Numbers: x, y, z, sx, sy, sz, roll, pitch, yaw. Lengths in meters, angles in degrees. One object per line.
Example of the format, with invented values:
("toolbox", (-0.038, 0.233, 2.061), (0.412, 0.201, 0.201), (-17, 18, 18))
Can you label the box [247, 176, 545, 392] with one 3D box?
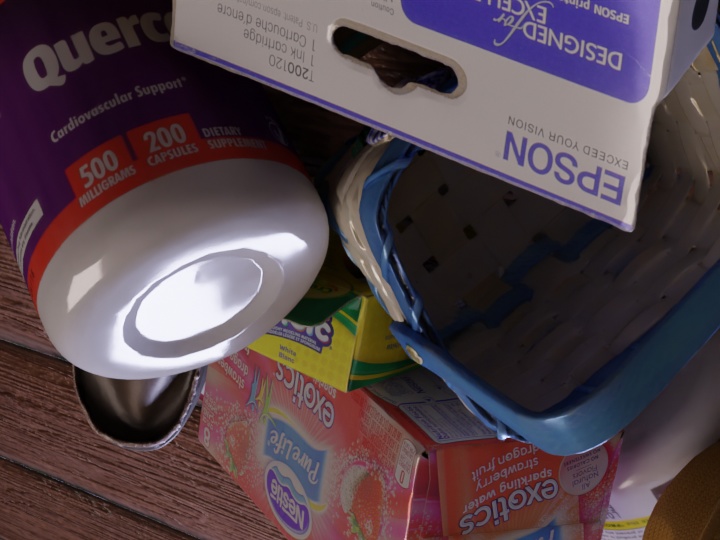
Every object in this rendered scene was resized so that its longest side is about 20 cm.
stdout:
("box", (0.000, 0.000, 0.890), (0.117, 0.199, 0.049), (23, 111, 34))

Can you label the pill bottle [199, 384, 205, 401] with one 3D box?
("pill bottle", (-0.081, -0.005, 1.053), (0.200, 0.115, 0.114), (39, 159, -11))

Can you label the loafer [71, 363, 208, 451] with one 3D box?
("loafer", (-0.102, -0.001, 0.956), (0.072, 0.071, 0.202), (8, 112, 1))

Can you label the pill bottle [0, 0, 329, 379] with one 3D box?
("pill bottle", (-0.097, -0.066, 0.786), (0.113, 0.112, 0.201), (81, 163, -61))

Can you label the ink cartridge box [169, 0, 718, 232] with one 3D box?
("ink cartridge box", (0.025, -0.137, 0.644), (0.197, 0.043, 0.201), (25, 126, 29))

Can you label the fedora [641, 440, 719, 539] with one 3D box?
("fedora", (0.171, 0.128, 0.843), (0.082, 0.201, 0.201), (11, 146, 49))

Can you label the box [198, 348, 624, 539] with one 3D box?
("box", (0.015, 0.073, 0.906), (0.200, 0.102, 0.095), (38, 124, 54))

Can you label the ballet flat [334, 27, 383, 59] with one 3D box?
("ballet flat", (-0.063, -0.121, 0.901), (0.199, 0.063, 0.069), (13, 147, 48))

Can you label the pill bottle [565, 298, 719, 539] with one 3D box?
("pill bottle", (0.164, 0.115, 0.954), (0.109, 0.109, 0.200), (11, 146, 49))

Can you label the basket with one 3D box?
("basket", (0.080, -0.020, 0.724), (0.200, 0.176, 0.140), (24, 151, 57))
